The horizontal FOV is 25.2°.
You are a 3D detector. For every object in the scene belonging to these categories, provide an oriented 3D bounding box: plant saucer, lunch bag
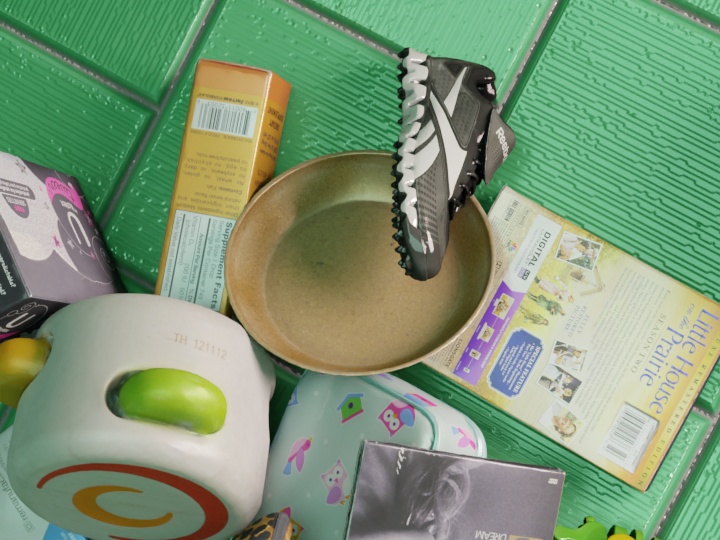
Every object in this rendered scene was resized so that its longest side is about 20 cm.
[{"bbox_3d":[0.000,0.000,1.176,0.197,0.036,0.202,-2,54,3],"label":"plant saucer"},{"bbox_3d":[-0.001,0.177,1.159,0.160,0.077,0.202,24,93,41],"label":"lunch bag"}]

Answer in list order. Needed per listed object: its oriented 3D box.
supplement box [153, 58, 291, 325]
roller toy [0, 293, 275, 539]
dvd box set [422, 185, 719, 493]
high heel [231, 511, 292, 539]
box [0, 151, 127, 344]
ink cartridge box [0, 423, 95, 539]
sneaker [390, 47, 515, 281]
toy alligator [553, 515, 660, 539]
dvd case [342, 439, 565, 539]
[{"bbox_3d":[-0.107,-0.055,1.236,0.068,0.067,0.203,12,89,12],"label":"supplement box"},{"bbox_3d":[-0.156,0.106,1.158,0.198,0.183,0.141,-10,55,24],"label":"roller toy"},{"bbox_3d":[0.156,0.049,1.178,0.199,0.029,0.147,29,92,15],"label":"dvd box set"},{"bbox_3d":[-0.098,0.224,1.161,0.071,0.200,0.144,31,87,-13],"label":"high heel"},{"bbox_3d":[-0.271,-0.006,1.204,0.114,0.200,0.133,-27,79,9],"label":"box"},{"bbox_3d":[-0.288,0.234,1.251,0.199,0.086,0.147,-37,78,8],"label":"ink cartridge box"},{"bbox_3d":[0.068,-0.081,1.165,0.089,0.067,0.202,1,54,4],"label":"sneaker"},{"bbox_3d":[0.174,0.202,1.144,0.198,0.060,0.055,23,50,4],"label":"toy alligator"},{"bbox_3d":[0.052,0.224,1.092,0.147,0.016,0.203,10,93,-16],"label":"dvd case"}]
